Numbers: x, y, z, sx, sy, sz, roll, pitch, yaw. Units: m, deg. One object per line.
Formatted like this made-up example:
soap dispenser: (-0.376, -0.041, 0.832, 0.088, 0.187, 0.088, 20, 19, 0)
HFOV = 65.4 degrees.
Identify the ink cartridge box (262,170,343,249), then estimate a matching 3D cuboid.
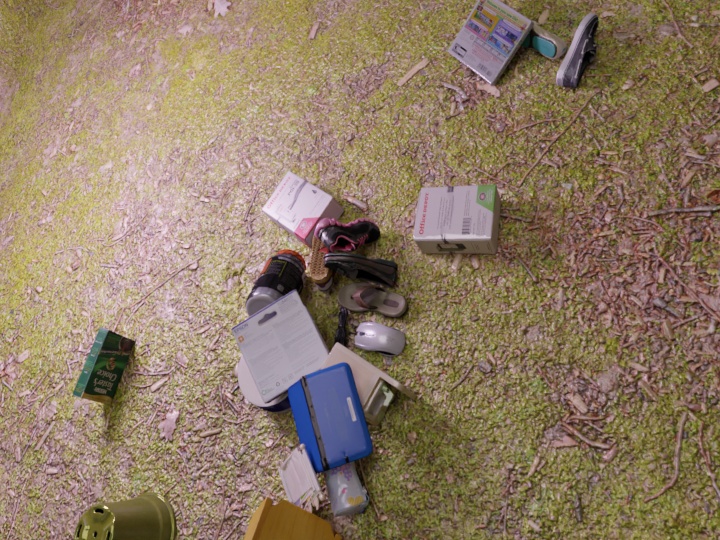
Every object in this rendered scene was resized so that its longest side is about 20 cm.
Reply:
ink cartridge box: (-0.168, -0.173, 1.608, 0.198, 0.083, 0.148, 33, 84, 32)

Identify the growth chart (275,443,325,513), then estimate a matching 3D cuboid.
growth chart: (-0.140, 0.483, 1.278, 0.201, 0.017, 0.148, -50, 57, 49)

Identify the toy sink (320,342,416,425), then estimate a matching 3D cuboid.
toy sink: (0.012, 0.278, 1.301, 0.197, 0.130, 0.114, 28, 81, 31)

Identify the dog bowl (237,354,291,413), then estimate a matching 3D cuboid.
dog bowl: (-0.217, 0.258, 1.449, 0.194, 0.079, 0.207, -10, 64, 21)

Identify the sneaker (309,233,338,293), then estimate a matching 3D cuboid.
sneaker: (-0.091, -0.040, 1.515, 0.072, 0.091, 0.205, 3, 57, 15)

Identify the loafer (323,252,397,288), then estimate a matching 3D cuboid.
loafer: (0.000, 0.000, 1.420, 0.193, 0.072, 0.065, 7, 70, -7)

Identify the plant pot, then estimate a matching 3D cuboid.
plant pot: (-0.596, 0.656, 1.396, 0.194, 0.184, 0.207, -10, 63, 21)

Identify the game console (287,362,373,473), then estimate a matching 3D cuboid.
game console: (-0.073, 0.332, 1.253, 0.165, 0.119, 0.206, -17, 75, -1)

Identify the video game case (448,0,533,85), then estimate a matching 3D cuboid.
video game case: (0.357, -0.645, 1.558, 0.201, 0.022, 0.184, 51, 118, 33)

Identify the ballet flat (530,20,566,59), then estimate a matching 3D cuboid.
ballet flat: (0.477, -0.634, 1.518, 0.069, 0.069, 0.201, -42, 59, 2)

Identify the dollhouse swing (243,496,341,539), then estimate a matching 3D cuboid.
dollhouse swing: (-0.178, 0.635, 1.227, 0.176, 0.197, 0.185, -46, 18, 48)

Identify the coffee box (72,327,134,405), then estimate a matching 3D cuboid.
coffee box: (-0.762, 0.288, 1.672, 0.043, 0.123, 0.206, 9, 71, 24)

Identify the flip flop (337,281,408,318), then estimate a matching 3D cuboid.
flip flop: (0.027, 0.071, 1.425, 0.195, 0.058, 0.083, 13, 74, 29)

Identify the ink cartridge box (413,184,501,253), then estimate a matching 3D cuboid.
ink cartridge box: (0.241, -0.125, 1.392, 0.194, 0.084, 0.150, 1, 68, 25)

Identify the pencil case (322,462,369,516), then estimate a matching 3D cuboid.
pencil case: (-0.046, 0.451, 1.279, 0.091, 0.082, 0.204, -42, 53, 29)

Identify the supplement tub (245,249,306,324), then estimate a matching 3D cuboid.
supplement tub: (-0.216, 0.044, 1.481, 0.119, 0.125, 0.203, -6, 38, 22)

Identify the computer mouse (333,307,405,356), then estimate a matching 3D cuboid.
computer mouse: (0.019, 0.160, 1.398, 0.194, 0.044, 0.113, 7, 72, 28)

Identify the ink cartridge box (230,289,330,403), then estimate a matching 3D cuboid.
ink cartridge box: (-0.190, 0.184, 1.368, 0.196, 0.041, 0.204, -29, 79, 1)

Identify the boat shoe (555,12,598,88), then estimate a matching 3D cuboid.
boat shoe: (0.571, -0.559, 1.429, 0.067, 0.072, 0.204, 24, 83, 33)

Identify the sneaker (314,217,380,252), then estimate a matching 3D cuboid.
sneaker: (-0.022, -0.081, 1.448, 0.096, 0.195, 0.081, 52, 133, 38)
